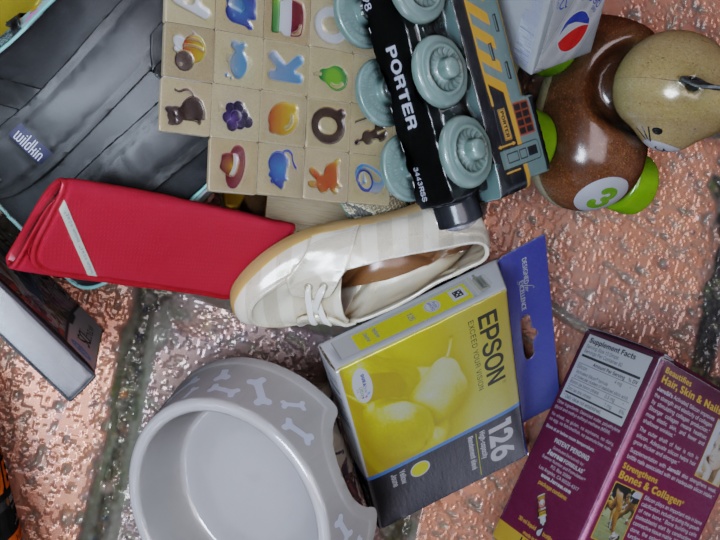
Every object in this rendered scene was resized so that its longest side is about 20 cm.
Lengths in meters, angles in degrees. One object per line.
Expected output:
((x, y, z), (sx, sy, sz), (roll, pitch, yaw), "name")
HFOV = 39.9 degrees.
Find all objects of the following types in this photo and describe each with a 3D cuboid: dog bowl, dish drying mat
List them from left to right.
((-0.131, -0.016, 0.666), (0.198, 0.018, 0.077), (11, 123, -49), "dish drying mat")
((-0.087, 0.170, 0.736), (0.197, 0.059, 0.204), (8, 107, 26), "dog bowl")

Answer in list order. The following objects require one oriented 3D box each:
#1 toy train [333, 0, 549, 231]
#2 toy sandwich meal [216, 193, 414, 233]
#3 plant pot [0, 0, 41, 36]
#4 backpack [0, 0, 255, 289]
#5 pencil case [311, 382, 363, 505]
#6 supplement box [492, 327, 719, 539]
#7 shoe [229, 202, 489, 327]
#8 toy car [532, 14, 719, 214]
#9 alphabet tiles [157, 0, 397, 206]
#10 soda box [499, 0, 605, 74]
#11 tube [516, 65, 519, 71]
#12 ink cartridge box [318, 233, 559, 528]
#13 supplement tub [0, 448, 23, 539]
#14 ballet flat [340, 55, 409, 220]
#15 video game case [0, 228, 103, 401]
((0.057, -0.131, 0.661), (0.113, 0.085, 0.203), (-21, 97, -39), "toy train")
((-0.030, -0.091, 0.780), (0.202, 0.070, 0.209), (-1, 95, -14), "toy sandwich meal")
((-0.315, -0.235, 0.650), (0.141, 0.200, 0.202), (28, 87, 12), "plant pot")
((-0.167, -0.113, 0.694), (0.199, 0.154, 0.176), (-39, 102, 17), "backpack")
((-0.044, 0.185, 0.795), (0.088, 0.077, 0.203), (-19, 99, -26), "pencil case")
((0.221, 0.172, 0.836), (0.130, 0.103, 0.202), (27, 87, -28), "supplement box")
((0.000, 0.000, 0.716), (0.197, 0.054, 0.070), (-21, 135, 0), "shoe")
((0.227, -0.118, 0.754), (0.162, 0.199, 0.160), (13, 91, -36), "toy car")
((-0.036, -0.131, 0.656), (0.197, 0.006, 0.170), (3, 88, -28), "alphabet tiles")
((0.087, -0.227, 0.733), (0.068, 0.200, 0.064), (-25, 143, -31), "soda box")
((0.036, -0.202, 0.798), (0.197, 0.058, 0.053), (18, 110, -13), "tube")
((0.079, 0.095, 0.791), (0.197, 0.047, 0.200), (-23, 130, -10), "ink cartridge box")
((-0.313, 0.153, 0.701), (0.121, 0.122, 0.203), (-13, 98, -13), "supplement tub")
((-0.002, -0.116, 0.718), (0.067, 0.075, 0.203), (-26, 96, -36), "ballet flat")
((-0.254, -0.007, 0.672), (0.025, 0.181, 0.200), (-43, 103, -5), "video game case")
